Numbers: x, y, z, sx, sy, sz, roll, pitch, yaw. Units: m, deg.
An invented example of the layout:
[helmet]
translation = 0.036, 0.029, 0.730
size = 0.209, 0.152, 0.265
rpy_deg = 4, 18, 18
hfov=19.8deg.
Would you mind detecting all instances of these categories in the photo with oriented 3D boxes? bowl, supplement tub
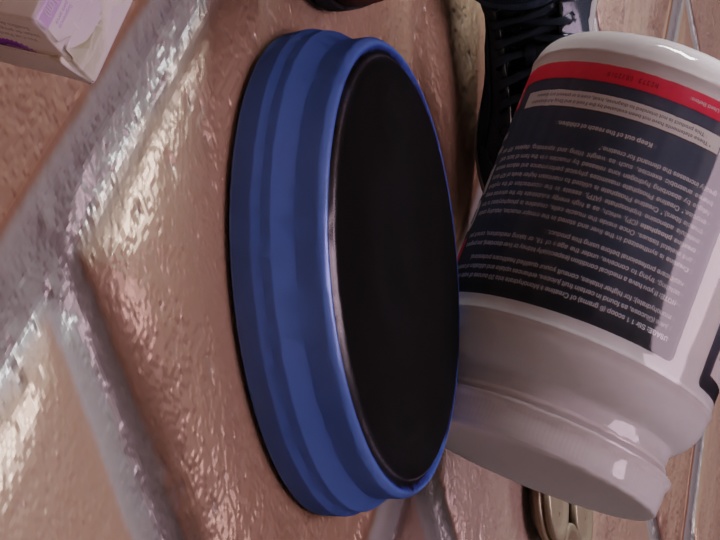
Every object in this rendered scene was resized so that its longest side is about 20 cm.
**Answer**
[bowl]
translation = 0.000, 0.000, 0.851
size = 0.200, 0.039, 0.202
rpy_deg = -4, 90, -72
[supplement tub]
translation = 0.117, 0.002, 0.977
size = 0.201, 0.139, 0.140
rpy_deg = -67, 155, -12

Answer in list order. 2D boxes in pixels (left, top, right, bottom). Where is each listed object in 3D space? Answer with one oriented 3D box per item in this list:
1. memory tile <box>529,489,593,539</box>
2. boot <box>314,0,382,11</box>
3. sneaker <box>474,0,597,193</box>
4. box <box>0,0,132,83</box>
[memory tile]
translation = 0.113, 0.085, 1.222
size = 0.154, 0.017, 0.201
rpy_deg = -70, 149, -53
[boot]
translation = 0.067, -0.156, 0.831
size = 0.188, 0.198, 0.069
rpy_deg = 20, 67, -70
[sneaker]
translation = 0.084, -0.124, 1.071
size = 0.146, 0.076, 0.204
rpy_deg = 56, 32, -63
[box]
translation = -0.059, -0.151, 0.595
size = 0.201, 0.041, 0.039
rpy_deg = -68, 154, -15
